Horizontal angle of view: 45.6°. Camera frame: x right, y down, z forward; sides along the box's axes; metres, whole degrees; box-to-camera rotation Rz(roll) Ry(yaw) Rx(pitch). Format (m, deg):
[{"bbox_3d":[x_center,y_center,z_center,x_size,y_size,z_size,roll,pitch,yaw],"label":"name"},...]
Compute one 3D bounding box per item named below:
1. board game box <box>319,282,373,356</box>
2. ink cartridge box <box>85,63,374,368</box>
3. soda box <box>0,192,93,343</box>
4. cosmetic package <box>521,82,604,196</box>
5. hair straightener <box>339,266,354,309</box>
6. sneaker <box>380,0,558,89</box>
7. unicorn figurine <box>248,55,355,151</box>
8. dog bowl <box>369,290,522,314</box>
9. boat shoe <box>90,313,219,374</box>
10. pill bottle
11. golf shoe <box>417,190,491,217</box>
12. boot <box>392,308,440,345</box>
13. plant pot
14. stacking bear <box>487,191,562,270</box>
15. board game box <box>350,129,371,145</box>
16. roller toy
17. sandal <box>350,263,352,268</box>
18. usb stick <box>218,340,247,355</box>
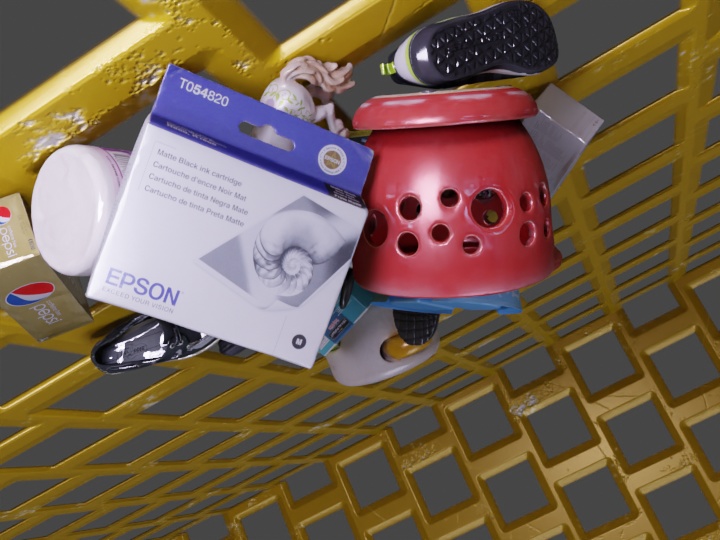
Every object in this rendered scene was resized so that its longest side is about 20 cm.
[{"bbox_3d":[0.015,0.011,1.191,0.200,0.047,0.151,-48,179,-38],"label":"board game box"},{"bbox_3d":[-0.098,-0.043,0.706,0.199,0.201,0.041,19,177,-19],"label":"ink cartridge box"},{"bbox_3d":[-0.323,0.005,0.840,0.064,0.068,0.200,-22,162,-10],"label":"soda box"},{"bbox_3d":[0.236,-0.150,1.111,0.051,0.082,0.200,-50,171,-22],"label":"cosmetic package"},{"bbox_3d":[0.000,0.000,0.980,0.076,0.041,0.200,12,-164,9],"label":"hair straightener"},{"bbox_3d":[0.105,-0.216,0.834,0.199,0.072,0.083,-14,-173,-34],"label":"sneaker"},{"bbox_3d":[-0.078,-0.105,0.791,0.137,0.074,0.201,1,104,-58],"label":"unicorn figurine"},{"bbox_3d":[0.097,0.020,0.992,0.111,0.050,0.199,11,170,-39],"label":"dog bowl"},{"bbox_3d":[-0.263,0.084,1.129,0.198,0.075,0.066,-15,173,-1],"label":"boat shoe"},{"bbox_3d":[-0.188,-0.051,0.794,0.112,0.113,0.199,-37,158,32],"label":"pill bottle"},{"bbox_3d":[0.106,-0.057,1.023,0.092,0.073,0.200,12,148,13],"label":"golf shoe"},{"bbox_3d":[0.104,-0.006,1.139,0.069,0.201,0.131,8,-171,32],"label":"boot"},{"bbox_3d":[0.085,-0.082,0.834,0.199,0.184,0.200,-4,-170,1],"label":"plant pot"},{"bbox_3d":[0.182,-0.091,1.099,0.113,0.122,0.201,-25,132,-11],"label":"stacking bear"},{"bbox_3d":[-0.025,-0.091,0.986,0.199,0.057,0.165,-13,159,-33],"label":"board game box"},{"bbox_3d":[0.029,0.099,1.359,0.199,0.140,0.182,-19,-173,22],"label":"roller toy"},{"bbox_3d":[-0.029,-0.040,0.926,0.200,0.080,0.058,-3,115,-33],"label":"sandal"},{"bbox_3d":[-0.110,0.058,1.166,0.199,0.033,0.055,-33,165,19],"label":"usb stick"}]
